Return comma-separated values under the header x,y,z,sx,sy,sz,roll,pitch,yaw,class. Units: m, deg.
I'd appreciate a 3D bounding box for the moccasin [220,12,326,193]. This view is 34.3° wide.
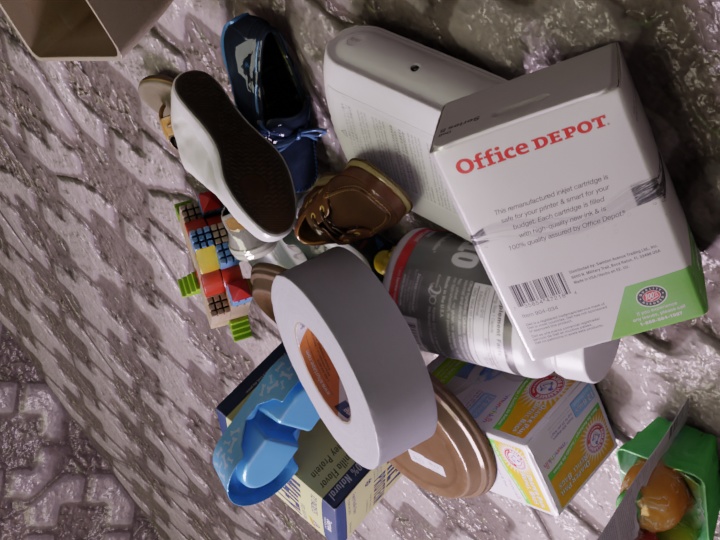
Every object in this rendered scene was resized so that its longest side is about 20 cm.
x,y,z,sx,sy,sz,roll,pitch,yaw,class
-0.086,-0.159,1.180,0.068,0.080,0.201,22,146,46,moccasin

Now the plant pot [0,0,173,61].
x,y,z,sx,sy,sz,roll,pitch,yaw,class
-0.251,-0.327,1.081,0.199,0.177,0.201,13,139,51,plant pot

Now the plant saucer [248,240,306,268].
x,y,z,sx,sy,sz,roll,pitch,yaw,class
-0.067,-0.014,1.394,0.200,0.050,0.201,37,153,22,plant saucer

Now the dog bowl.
x,y,z,sx,sy,sz,roll,pitch,yaw,class
-0.093,0.174,1.330,0.050,0.201,0.111,39,-172,34,dog bowl

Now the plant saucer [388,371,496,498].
x,y,z,sx,sy,sz,roll,pitch,yaw,class
0.056,0.165,1.221,0.199,0.029,0.201,35,150,24,plant saucer

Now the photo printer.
x,y,z,sx,sy,sz,roll,pitch,yaw,class
0.053,-0.121,1.026,0.199,0.069,0.167,29,151,35,photo printer

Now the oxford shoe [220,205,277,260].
x,y,z,sx,sy,sz,roll,pitch,yaw,class
-0.114,-0.083,1.260,0.201,0.075,0.058,-90,-16,-59,oxford shoe

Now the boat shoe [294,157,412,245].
x,y,z,sx,sy,sz,roll,pitch,yaw,class
-0.011,-0.053,1.078,0.072,0.068,0.200,43,166,-12,boat shoe

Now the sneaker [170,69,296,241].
x,y,z,sx,sy,sz,roll,pitch,yaw,class
-0.129,-0.102,1.170,0.201,0.072,0.085,58,149,19,sneaker

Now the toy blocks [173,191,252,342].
x,y,z,sx,sy,sz,roll,pitch,yaw,class
-0.185,-0.018,1.482,0.137,0.099,0.202,119,134,-73,toy blocks

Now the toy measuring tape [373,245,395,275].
x,y,z,sx,sy,sz,roll,pitch,yaw,class
0.105,0.027,1.181,0.199,0.074,0.074,29,153,4,toy measuring tape

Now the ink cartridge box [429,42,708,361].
x,y,z,sx,sy,sz,roll,pitch,yaw,class
0.158,-0.048,0.875,0.144,0.084,0.201,-17,118,22,ink cartridge box

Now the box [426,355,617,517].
x,y,z,sx,sy,sz,roll,pitch,yaw,class
0.151,0.159,1.225,0.199,0.112,0.102,13,137,51,box

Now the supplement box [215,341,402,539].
x,y,z,sx,sy,sz,roll,pitch,yaw,class
-0.039,0.194,1.475,0.199,0.200,0.135,36,155,21,supplement box

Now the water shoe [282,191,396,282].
x,y,z,sx,sy,sz,roll,pitch,yaw,class
0.000,0.000,1.265,0.200,0.071,0.079,48,138,2,water shoe

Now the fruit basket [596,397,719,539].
x,y,z,sx,sy,sz,roll,pitch,yaw,class
0.256,0.241,1.074,0.093,0.200,0.186,24,147,38,fruit basket

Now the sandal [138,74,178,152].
x,y,z,sx,sy,sz,roll,pitch,yaw,class
-0.197,-0.159,1.385,0.200,0.054,0.080,43,155,11,sandal

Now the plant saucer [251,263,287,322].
x,y,z,sx,sy,sz,roll,pitch,yaw,class
-0.044,0.061,1.313,0.199,0.030,0.200,30,164,10,plant saucer

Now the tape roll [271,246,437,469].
x,y,z,sx,sy,sz,roll,pitch,yaw,class
-0.009,0.081,1.090,0.201,0.066,0.201,52,158,31,tape roll

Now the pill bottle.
x,y,z,sx,sy,sz,roll,pitch,yaw,class
0.128,0.031,1.051,0.199,0.114,0.114,12,139,32,pill bottle
